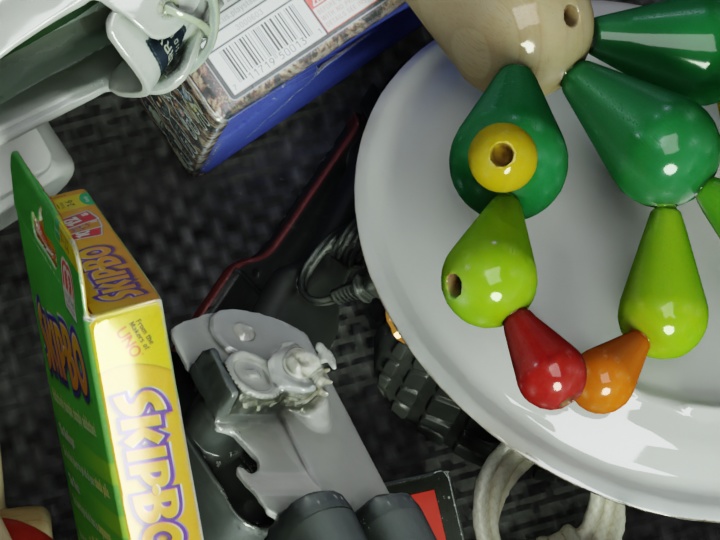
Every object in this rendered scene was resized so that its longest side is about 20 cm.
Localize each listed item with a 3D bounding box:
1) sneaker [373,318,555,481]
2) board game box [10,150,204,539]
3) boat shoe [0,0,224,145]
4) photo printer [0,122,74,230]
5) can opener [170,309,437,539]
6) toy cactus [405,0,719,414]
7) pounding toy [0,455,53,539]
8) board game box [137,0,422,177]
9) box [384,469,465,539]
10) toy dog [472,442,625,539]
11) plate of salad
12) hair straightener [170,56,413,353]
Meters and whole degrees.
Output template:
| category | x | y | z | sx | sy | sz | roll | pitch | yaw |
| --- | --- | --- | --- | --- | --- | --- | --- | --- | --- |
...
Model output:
| category | x | y | z | sx | sy | sz | roll | pitch | yaw |
| --- | --- | --- | --- | --- | --- | --- | --- | --- | --- |
| sneaker | 0.102 | 0.021 | 0.954 | 0.199 | 0.076 | 0.088 | 8 | 60 | -8 |
| board game box | -0.065 | 0.069 | 0.810 | 0.030 | 0.096 | 0.201 | -16 | 114 | -13 |
| boat shoe | -0.070 | -0.078 | 0.825 | 0.200 | 0.074 | 0.067 | -28 | 63 | -3 |
| photo printer | -0.212 | -0.069 | 0.905 | 0.166 | 0.069 | 0.200 | -33 | 88 | -13 |
| can opener | -0.006 | 0.091 | 0.824 | 0.053 | 0.067 | 0.200 | 3 | 42 | -40 |
| toy cactus | 0.072 | -0.053 | 0.836 | 0.165 | 0.102 | 0.200 | 43 | 58 | 17 |
| pounding toy | -0.132 | 0.089 | 0.823 | 0.142 | 0.200 | 0.184 | -23 | 129 | -11 |
| board game box | -0.044 | -0.161 | 0.933 | 0.159 | 0.097 | 0.200 | -34 | 88 | -13 |
| box | -0.017 | 0.176 | 0.914 | 0.136 | 0.040 | 0.201 | -11 | 83 | -10 |
| toy dog | 0.046 | 0.142 | 0.860 | 0.200 | 0.096 | 0.132 | -41 | 90 | -13 |
| plate of salad | 0.092 | -0.002 | 0.893 | 0.199 | 0.048 | 0.201 | 10 | 51 | -12 |
| hair straightener | 0.000 | 0.000 | 0.926 | 0.200 | 0.077 | 0.041 | -53 | 128 | -23 |
